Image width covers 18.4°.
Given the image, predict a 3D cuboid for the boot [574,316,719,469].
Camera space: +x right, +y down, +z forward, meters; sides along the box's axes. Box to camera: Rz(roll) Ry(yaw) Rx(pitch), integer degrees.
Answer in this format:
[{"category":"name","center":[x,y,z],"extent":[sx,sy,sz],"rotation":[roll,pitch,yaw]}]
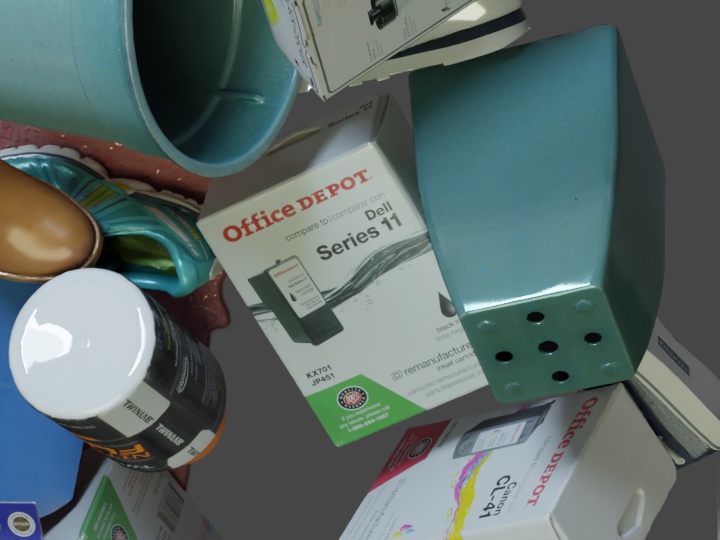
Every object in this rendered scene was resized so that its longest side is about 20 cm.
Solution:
[{"category":"boot","center":[0.170,0.068,1.542],"extent":[0.090,0.073,0.200],"rotation":[-36,105,26]}]

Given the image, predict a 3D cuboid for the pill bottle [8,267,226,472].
[{"category":"pill bottle","center":[-0.156,0.077,1.532],"extent":[0.106,0.107,0.200],"rotation":[-10,159,13]}]

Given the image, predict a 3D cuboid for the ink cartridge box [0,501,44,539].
[{"category":"ink cartridge box","center":[-0.246,0.247,1.485],"extent":[0.094,0.037,0.201],"rotation":[-1,114,13]}]

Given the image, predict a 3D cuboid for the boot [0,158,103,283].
[{"category":"boot","center":[-0.262,-0.069,1.437],"extent":[0.200,0.155,0.077],"rotation":[33,75,7]}]

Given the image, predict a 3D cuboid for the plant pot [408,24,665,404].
[{"category":"plant pot","center":[0.116,-0.026,1.406],"extent":[0.141,0.200,0.142],"rotation":[-13,134,14]}]

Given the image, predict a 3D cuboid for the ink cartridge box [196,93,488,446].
[{"category":"ink cartridge box","center":[0.000,0.000,1.523],"extent":[0.146,0.083,0.200],"rotation":[-24,112,19]}]

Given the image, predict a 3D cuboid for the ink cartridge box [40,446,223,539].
[{"category":"ink cartridge box","center":[-0.158,0.241,1.644],"extent":[0.087,0.145,0.200],"rotation":[-30,111,23]}]

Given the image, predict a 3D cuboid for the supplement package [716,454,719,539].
[{"category":"supplement package","center":[0.336,0.108,1.513],"extent":[0.119,0.121,0.200],"rotation":[21,119,-4]}]

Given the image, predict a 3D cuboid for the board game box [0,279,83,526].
[{"category":"board game box","center":[-0.269,0.081,1.572],"extent":[0.158,0.201,0.039],"rotation":[18,162,-29]}]

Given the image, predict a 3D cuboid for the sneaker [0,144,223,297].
[{"category":"sneaker","center":[-0.190,-0.031,1.533],"extent":[0.199,0.080,0.078],"rotation":[14,119,10]}]

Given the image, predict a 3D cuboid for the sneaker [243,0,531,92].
[{"category":"sneaker","center":[0.009,-0.166,1.446],"extent":[0.199,0.076,0.081],"rotation":[-14,104,11]}]

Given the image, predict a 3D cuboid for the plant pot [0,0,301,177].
[{"category":"plant pot","center":[-0.164,-0.166,1.386],"extent":[0.196,0.200,0.201],"rotation":[7,122,31]}]

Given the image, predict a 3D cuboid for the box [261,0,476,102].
[{"category":"box","center":[0.034,-0.203,1.339],"extent":[0.200,0.060,0.117],"rotation":[-35,153,-8]}]

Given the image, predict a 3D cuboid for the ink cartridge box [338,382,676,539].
[{"category":"ink cartridge box","center":[0.097,0.166,1.531],"extent":[0.200,0.148,0.086],"rotation":[-18,116,40]}]
